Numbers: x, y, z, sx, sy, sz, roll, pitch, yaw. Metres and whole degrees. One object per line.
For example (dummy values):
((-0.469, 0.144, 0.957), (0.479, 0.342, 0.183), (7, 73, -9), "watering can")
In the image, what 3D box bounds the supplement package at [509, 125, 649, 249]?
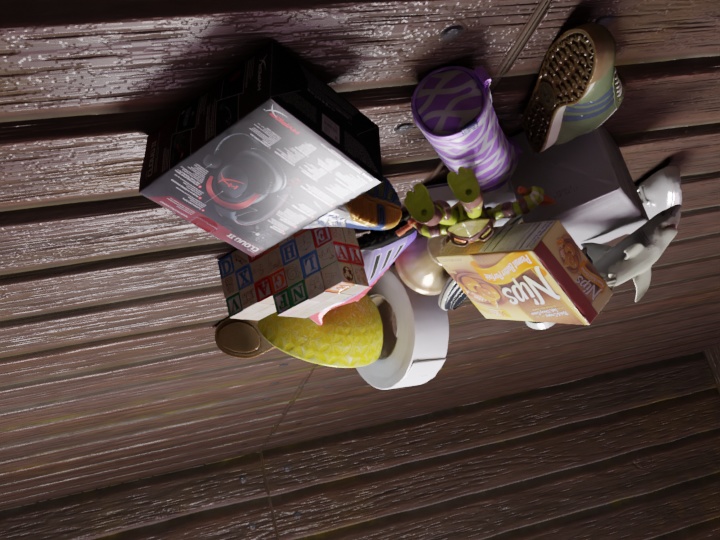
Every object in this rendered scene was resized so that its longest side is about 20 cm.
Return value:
((0.278, -0.109, 1.029), (0.121, 0.120, 0.200), (-24, 160, 23), "supplement package")

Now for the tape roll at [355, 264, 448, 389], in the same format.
((0.056, 0.091, 1.306), (0.071, 0.203, 0.202), (-2, 157, -34), "tape roll")

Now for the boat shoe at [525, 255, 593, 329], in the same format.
((0.287, -0.008, 1.151), (0.075, 0.200, 0.060), (4, 140, 36), "boat shoe")

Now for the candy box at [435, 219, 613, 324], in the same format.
((0.190, 0.004, 0.962), (0.055, 0.115, 0.200), (-48, -161, -20), "candy box")

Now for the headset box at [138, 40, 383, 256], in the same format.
((-0.102, -0.101, 0.763), (0.200, 0.075, 0.148), (-28, 138, 32), "headset box")

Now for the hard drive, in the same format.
((0.176, -0.087, 1.111), (0.132, 0.025, 0.200), (-6, 168, 30), "hard drive")

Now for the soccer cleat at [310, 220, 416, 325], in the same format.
((0.000, 0.000, 1.135), (0.200, 0.073, 0.068), (-31, -163, -3), "soccer cleat")

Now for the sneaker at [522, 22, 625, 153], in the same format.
((0.240, -0.198, 0.844), (0.090, 0.067, 0.200), (-19, 163, -12), "sneaker")

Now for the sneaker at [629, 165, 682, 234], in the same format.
((0.434, -0.102, 1.266), (0.088, 0.076, 0.200), (-1, 161, -6), "sneaker")

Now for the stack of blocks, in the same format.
((-0.094, 0.004, 1.073), (0.200, 0.116, 0.059), (-26, 159, 31), "stack of blocks")

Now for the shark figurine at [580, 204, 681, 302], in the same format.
((0.299, -0.016, 1.015), (0.214, 0.090, 0.128), (-16, 130, -25), "shark figurine")

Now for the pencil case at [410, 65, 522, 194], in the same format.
((0.117, -0.149, 0.861), (0.085, 0.084, 0.200), (-39, 159, 6), "pencil case")

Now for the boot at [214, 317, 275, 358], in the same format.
((-0.139, 0.105, 1.406), (0.199, 0.074, 0.155), (-7, 180, 24), "boot")

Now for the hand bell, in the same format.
((0.132, -0.043, 1.098), (0.104, 0.104, 0.200), (-7, 165, -23), "hand bell")

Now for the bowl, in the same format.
((-0.049, 0.055, 1.228), (0.200, 0.200, 0.108), (1, 114, -39), "bowl")

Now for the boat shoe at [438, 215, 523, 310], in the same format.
((0.181, -0.001, 1.103), (0.200, 0.062, 0.075), (-46, 165, 32), "boat shoe")

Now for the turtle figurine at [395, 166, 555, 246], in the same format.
((0.110, -0.060, 0.902), (0.199, 0.065, 0.161), (-8, 168, 25), "turtle figurine")

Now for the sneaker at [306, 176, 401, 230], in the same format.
((-0.045, -0.084, 0.947), (0.200, 0.076, 0.088), (10, 158, -34), "sneaker")
